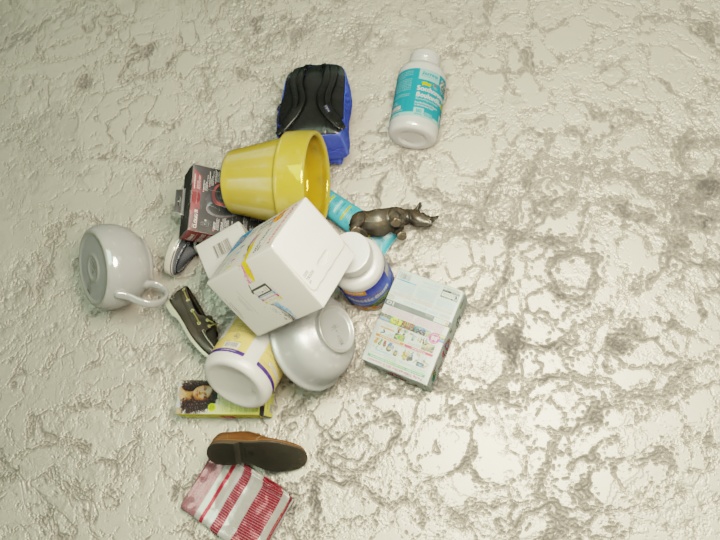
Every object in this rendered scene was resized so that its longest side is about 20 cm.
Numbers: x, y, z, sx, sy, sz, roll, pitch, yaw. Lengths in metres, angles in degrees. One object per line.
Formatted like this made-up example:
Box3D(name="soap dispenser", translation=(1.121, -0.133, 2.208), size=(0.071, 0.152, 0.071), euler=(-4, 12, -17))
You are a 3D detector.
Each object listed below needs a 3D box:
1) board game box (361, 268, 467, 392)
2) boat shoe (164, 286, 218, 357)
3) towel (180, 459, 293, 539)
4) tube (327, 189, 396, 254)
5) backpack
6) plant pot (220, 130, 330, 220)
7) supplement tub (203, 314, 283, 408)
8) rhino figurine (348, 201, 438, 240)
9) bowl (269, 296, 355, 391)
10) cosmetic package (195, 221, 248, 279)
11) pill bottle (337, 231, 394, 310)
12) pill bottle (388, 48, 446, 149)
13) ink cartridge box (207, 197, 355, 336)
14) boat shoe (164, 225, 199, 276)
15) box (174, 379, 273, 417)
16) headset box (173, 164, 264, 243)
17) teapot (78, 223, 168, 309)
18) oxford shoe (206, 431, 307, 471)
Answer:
Box3D(name="board game box", translation=(0.109, 0.118, 1.501), size=(0.146, 0.064, 0.202), euler=(20, 75, 20))
Box3D(name="boat shoe", translation=(-0.342, 0.115, 1.605), size=(0.061, 0.072, 0.201), euler=(-44, 65, 0))
Box3D(name="towel", translation=(-0.246, 0.459, 1.489), size=(0.198, 0.023, 0.145), euler=(27, 80, 20))
Box3D(name="tube", translation=(-0.012, -0.106, 1.621), size=(0.199, 0.050, 0.078), euler=(35, 84, 15))
Box3D(name="backpack", translation=(-0.098, -0.340, 1.654), size=(0.160, 0.168, 0.203), euler=(-1, 66, 5))
Box3D(name="plant pot", translation=(-0.174, -0.180, 1.532), size=(0.186, 0.201, 0.204), euler=(1, 71, 14))
Box3D(name="supplement tub", translation=(-0.204, 0.152, 1.489), size=(0.143, 0.147, 0.201), euler=(13, 46, 17))
Box3D(name="rhino figurine", translation=(0.068, -0.101, 1.563), size=(0.197, 0.061, 0.088), euler=(-10, 28, -8))
Box3D(name="bowl", translation=(-0.074, 0.124, 1.460), size=(0.090, 0.200, 0.204), euler=(-26, 62, 40))
Box3D(name="cosmetic package", translation=(-0.244, -0.009, 1.555), size=(0.107, 0.200, 0.085), euler=(-30, 65, 4))
Box3D(name="pill bottle", translation=(0.000, 0.000, 1.493), size=(0.110, 0.200, 0.114), euler=(-4, 70, 12))
Box3D(name="pill bottle", translation=(0.127, -0.377, 1.644), size=(0.109, 0.111, 0.203), euler=(5, 73, 15))
Box3D(name="ink cartridge box", translation=(-0.141, -0.004, 1.352), size=(0.199, 0.145, 0.148), euler=(-25, 25, 41))
Box3D(name="boat shoe", translation=(-0.353, -0.068, 1.671), size=(0.092, 0.075, 0.202), euler=(21, 77, 14))
Box3D(name="box", translation=(-0.279, 0.265, 1.550), size=(0.197, 0.050, 0.076), euler=(-3, 70, 12))
Box3D(name="headset box", translation=(-0.300, -0.133, 1.618), size=(0.198, 0.075, 0.151), euler=(9, 72, -27))
Box3D(name="teapot", translation=(-0.519, -0.009, 1.654), size=(0.196, 0.145, 0.203), euler=(-11, 86, 49))
Box3D(name="oxford shoe", translation=(-0.200, 0.348, 1.497), size=(0.197, 0.071, 0.072), euler=(8, 112, 2))
